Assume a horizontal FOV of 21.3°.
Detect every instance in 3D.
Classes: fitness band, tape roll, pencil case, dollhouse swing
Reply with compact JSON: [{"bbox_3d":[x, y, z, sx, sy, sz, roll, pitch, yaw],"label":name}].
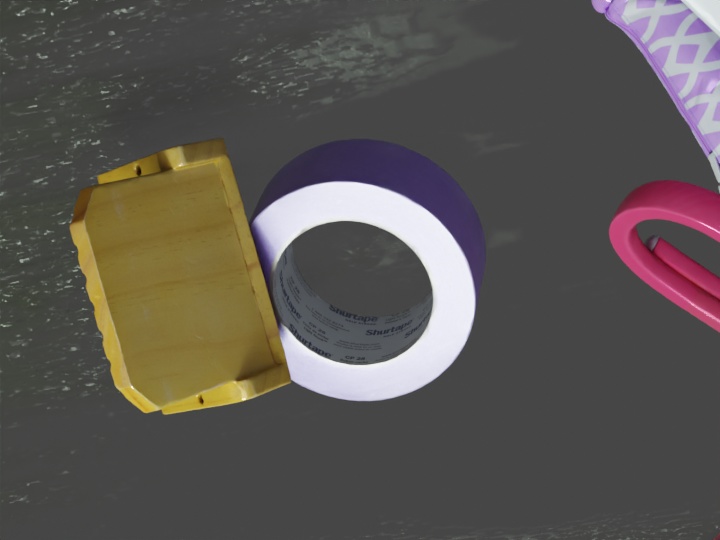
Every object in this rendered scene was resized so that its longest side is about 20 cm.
[{"bbox_3d":[0.288,-0.002,1.492,0.200,0.038,0.144,32,158,-6],"label":"fitness band"},{"bbox_3d":[0.000,0.000,1.564,0.199,0.085,0.201,4,118,7],"label":"tape roll"},{"bbox_3d":[0.256,-0.137,1.403,0.085,0.084,0.201,-29,75,-5],"label":"pencil case"},{"bbox_3d":[-0.172,0.018,1.487,0.181,0.175,0.201,-13,93,52],"label":"dollhouse swing"}]

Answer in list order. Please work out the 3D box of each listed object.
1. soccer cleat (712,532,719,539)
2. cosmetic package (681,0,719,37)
[{"bbox_3d":[0.317,0.254,1.655,0.068,0.073,0.200,27,102,-25],"label":"soccer cleat"},{"bbox_3d":[0.275,-0.273,1.325,0.200,0.165,0.165,41,117,-11],"label":"cosmetic package"}]
